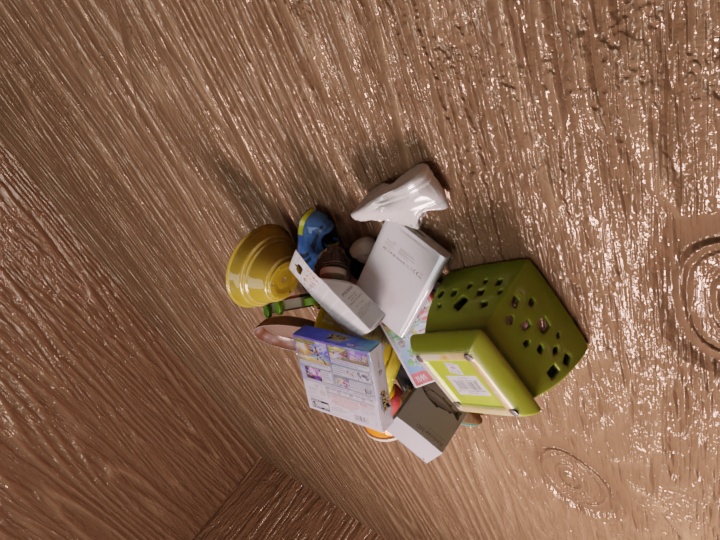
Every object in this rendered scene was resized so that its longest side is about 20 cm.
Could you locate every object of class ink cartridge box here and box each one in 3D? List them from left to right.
[{"bbox_3d":[-0.050,0.040,1.090,0.200,0.047,0.160,48,163,1],"label":"ink cartridge box"}]

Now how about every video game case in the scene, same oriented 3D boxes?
[{"bbox_3d":[-0.035,0.212,1.140,0.199,0.045,0.183,8,119,37],"label":"video game case"},{"bbox_3d":[0.108,0.114,1.079,0.143,0.017,0.201,-30,89,41],"label":"video game case"}]

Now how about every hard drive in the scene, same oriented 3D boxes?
[{"bbox_3d":[0.069,0.010,1.033,0.132,0.027,0.201,40,129,19],"label":"hard drive"}]

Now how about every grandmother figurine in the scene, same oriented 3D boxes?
[{"bbox_3d":[0.000,0.000,1.168,0.121,0.060,0.201,48,153,21],"label":"grandmother figurine"}]

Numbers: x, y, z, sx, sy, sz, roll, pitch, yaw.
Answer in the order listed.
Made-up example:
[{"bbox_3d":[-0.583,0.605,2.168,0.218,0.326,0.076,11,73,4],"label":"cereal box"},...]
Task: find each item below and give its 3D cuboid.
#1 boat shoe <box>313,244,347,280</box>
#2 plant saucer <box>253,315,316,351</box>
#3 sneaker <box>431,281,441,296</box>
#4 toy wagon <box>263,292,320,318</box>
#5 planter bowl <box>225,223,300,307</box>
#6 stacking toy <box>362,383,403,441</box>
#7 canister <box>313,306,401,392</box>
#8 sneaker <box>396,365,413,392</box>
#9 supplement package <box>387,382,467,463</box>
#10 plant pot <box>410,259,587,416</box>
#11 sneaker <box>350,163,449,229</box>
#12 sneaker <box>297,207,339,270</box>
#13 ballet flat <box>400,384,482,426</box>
[{"bbox_3d":[-0.065,0.001,1.176,0.071,0.060,0.200,4,166,-8],"label":"boat shoe"},{"bbox_3d":[-0.155,0.150,1.361,0.198,0.035,0.201,6,155,3],"label":"plant saucer"},{"bbox_3d":[0.119,0.084,1.116,0.073,0.071,0.200,42,152,0],"label":"sneaker"},{"bbox_3d":[-0.134,0.076,1.355,0.199,0.154,0.040,-18,82,57],"label":"toy wagon"},{"bbox_3d":[-0.192,0.006,1.259,0.083,0.200,0.201,27,149,33],"label":"planter bowl"},{"bbox_3d":[0.048,0.297,1.370,0.145,0.146,0.201,15,138,40],"label":"stacking toy"},{"bbox_3d":[-0.008,0.166,1.232,0.198,0.087,0.150,19,106,3],"label":"canister"},{"bbox_3d":[0.119,0.237,1.338,0.200,0.060,0.104,52,155,-11],"label":"sneaker"},{"bbox_3d":[0.160,0.278,1.194,0.117,0.200,0.118,37,152,8],"label":"supplement package"},{"bbox_3d":[0.213,0.121,0.933,0.199,0.182,0.199,51,150,-16],"label":"plant pot"},{"bbox_3d":[0.061,-0.101,0.936,0.089,0.075,0.199,47,150,-18],"label":"sneaker"},{"bbox_3d":[-0.087,-0.046,1.204,0.078,0.066,0.201,30,150,13],"label":"sneaker"},{"bbox_3d":[0.192,0.304,1.316,0.198,0.068,0.073,13,104,2],"label":"ballet flat"}]
